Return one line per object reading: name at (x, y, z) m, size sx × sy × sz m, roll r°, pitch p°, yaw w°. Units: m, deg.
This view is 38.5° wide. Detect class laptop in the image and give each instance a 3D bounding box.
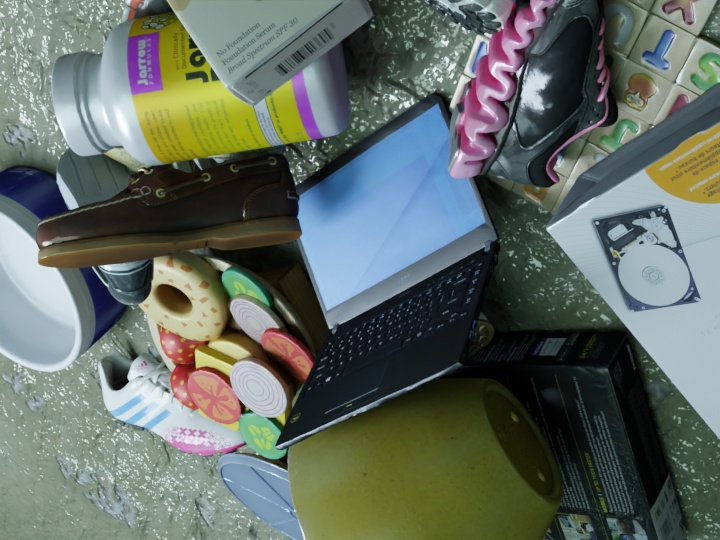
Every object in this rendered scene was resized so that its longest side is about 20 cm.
laptop at (0.000, 0.000, 0.734) m, size 0.176 × 0.201 × 0.103 m, roll -30°, pitch 112°, yaw 37°

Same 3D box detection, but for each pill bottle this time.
pill bottle at (-0.112, -0.133, 0.734) m, size 0.198 × 0.105 × 0.105 m, roll -9°, pitch 119°, yaw 8°

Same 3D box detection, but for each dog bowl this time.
dog bowl at (-0.338, -0.001, 1.054) m, size 0.198 × 0.079 × 0.202 m, roll 18°, pitch 129°, yaw 23°

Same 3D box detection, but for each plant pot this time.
plant pot at (0.063, 0.160, 0.759) m, size 0.141 × 0.200 × 0.201 m, roll -36°, pitch 98°, yaw 21°

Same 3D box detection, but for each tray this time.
tray at (-0.054, 0.094, 0.953) m, size 0.098 × 0.037 × 0.201 m, roll -12°, pitch 112°, yaw 40°

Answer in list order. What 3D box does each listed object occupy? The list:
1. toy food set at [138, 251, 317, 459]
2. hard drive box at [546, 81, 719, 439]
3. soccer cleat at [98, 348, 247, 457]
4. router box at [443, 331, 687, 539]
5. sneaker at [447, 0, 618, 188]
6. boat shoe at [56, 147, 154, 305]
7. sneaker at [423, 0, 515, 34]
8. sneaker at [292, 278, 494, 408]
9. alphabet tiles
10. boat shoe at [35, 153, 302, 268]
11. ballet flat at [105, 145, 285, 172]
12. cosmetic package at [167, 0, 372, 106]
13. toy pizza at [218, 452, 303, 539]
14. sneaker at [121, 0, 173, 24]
toy food set at (-0.118, 0.072, 0.924) m, size 0.196 × 0.049 × 0.202 m, roll 21°, pitch 130°, yaw 22°
hard drive box at (0.243, -0.004, 0.643) m, size 0.200 × 0.077 × 0.156 m, roll 48°, pitch 134°, yaw -7°
soccer cleat at (-0.193, 0.131, 1.052) m, size 0.198 × 0.070 × 0.087 m, roll 8°, pitch 125°, yaw 31°
router box at (0.163, 0.145, 0.825) m, size 0.148 × 0.051 × 0.202 m, roll -3°, pitch 118°, yaw 38°
sneaker at (0.127, -0.130, 0.646) m, size 0.094 × 0.079 × 0.201 m, roll 19°, pitch 134°, yaw -6°
boat shoe at (-0.219, -0.043, 0.882) m, size 0.201 × 0.071 × 0.072 m, roll -116°, pitch 24°, yaw -51°
sneaker at (0.034, -0.230, 0.648) m, size 0.199 × 0.078 × 0.090 m, roll 39°, pitch 95°, yaw 23°
sneaker at (0.018, 0.051, 0.831) m, size 0.199 × 0.067 × 0.091 m, roll -34°, pitch 55°, yaw 33°
alphabet tiles at (0.148, -0.120, 0.680) m, size 0.165 × 0.006 × 0.201 m, roll 31°, pitch 134°, yaw 12°
boat shoe at (-0.143, -0.046, 0.771) m, size 0.070 × 0.198 × 0.071 m, roll 154°, pitch 107°, yaw -69°
ballet flat at (-0.142, -0.103, 0.853) m, size 0.198 × 0.071 × 0.071 m, roll -6°, pitch 117°, yaw 34°
cosmetic package at (-0.090, -0.217, 0.643) m, size 0.105 × 0.071 × 0.201 m, roll -36°, pitch 85°, yaw 6°
toy pizza at (-0.053, 0.234, 1.028) m, size 0.199 × 0.032 × 0.201 m, roll 24°, pitch 151°, yaw 14°
sneaker at (-0.113, -0.209, 0.755) m, size 0.082 × 0.077 × 0.200 m, roll 36°, pitch 135°, yaw -1°
